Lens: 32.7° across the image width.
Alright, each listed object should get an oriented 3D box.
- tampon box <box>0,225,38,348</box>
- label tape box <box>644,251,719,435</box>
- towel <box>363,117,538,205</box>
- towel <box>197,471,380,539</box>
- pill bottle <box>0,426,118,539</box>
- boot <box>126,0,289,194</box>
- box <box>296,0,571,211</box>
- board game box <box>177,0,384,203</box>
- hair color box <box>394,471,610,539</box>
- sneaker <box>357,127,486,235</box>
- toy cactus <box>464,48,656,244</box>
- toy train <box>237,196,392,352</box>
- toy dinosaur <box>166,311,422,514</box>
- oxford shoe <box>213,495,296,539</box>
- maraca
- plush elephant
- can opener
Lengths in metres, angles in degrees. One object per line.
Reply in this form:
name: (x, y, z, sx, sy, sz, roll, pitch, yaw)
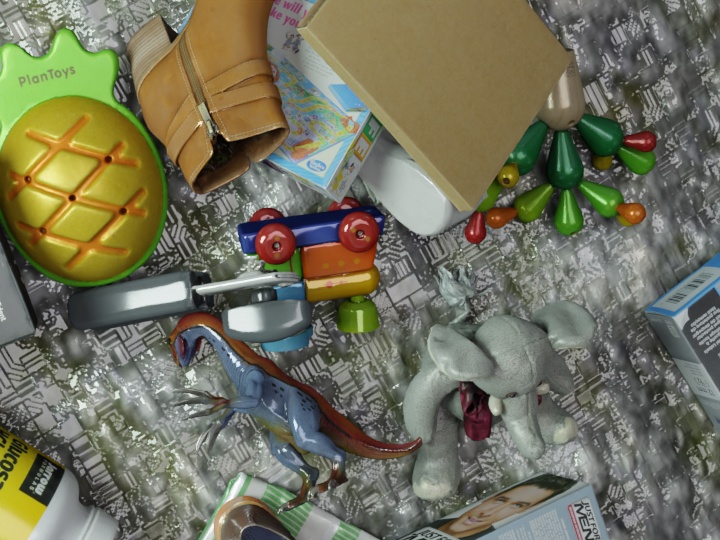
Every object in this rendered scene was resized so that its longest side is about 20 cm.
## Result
tampon box: (-0.365, 0.011, 0.933, 0.198, 0.126, 0.152, -21, 98, -13)
label tape box: (0.381, 0.080, 1.152, 0.143, 0.066, 0.201, -36, 98, -10)
towel: (0.058, -0.179, 1.077, 0.198, 0.035, 0.194, -28, 99, -11)
towel: (-0.058, 0.283, 1.073, 0.199, 0.023, 0.154, 31, 84, -13)
pill bottle: (-0.296, 0.182, 0.964, 0.199, 0.112, 0.113, 35, 84, -13)
boot: (-0.089, -0.168, 0.930, 0.199, 0.077, 0.156, -37, 58, 13)
box: (0.062, -0.172, 0.936, 0.200, 0.021, 0.164, 45, 69, -27)
board game box: (-0.065, -0.156, 0.987, 0.199, 0.034, 0.135, 29, 85, 26)
hair color box: (0.105, 0.244, 1.062, 0.198, 0.099, 0.061, -21, 94, -19)
sneaker: (0.023, -0.113, 1.025, 0.088, 0.075, 0.200, -24, 67, -45)
toy cactus: (0.177, -0.107, 1.069, 0.197, 0.102, 0.167, -11, 108, -12)
toy train: (0.000, 0.000, 1.044, 0.197, 0.085, 0.117, -8, 105, -8)
toy dinosaur: (-0.079, 0.109, 1.033, 0.198, 0.105, 0.183, -18, 78, -33)
oxford shoe: (-0.047, 0.277, 1.027, 0.071, 0.073, 0.200, -46, 103, -11)
maraca: (-0.227, -0.086, 0.969, 0.135, 0.107, 0.202, -16, 103, -6)
plush elephant: (0.119, 0.094, 1.040, 0.163, 0.155, 0.203, -14, 96, -13)
can opener: (-0.139, 0.029, 0.979, 0.197, 0.053, 0.067, -6, 83, 16)
